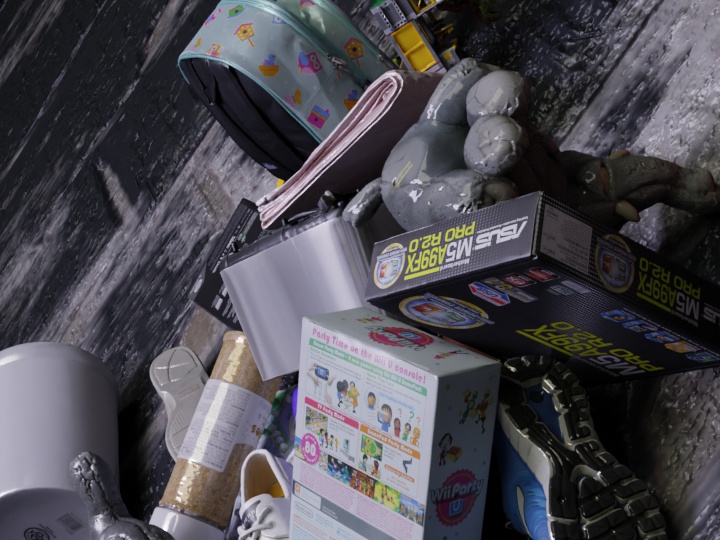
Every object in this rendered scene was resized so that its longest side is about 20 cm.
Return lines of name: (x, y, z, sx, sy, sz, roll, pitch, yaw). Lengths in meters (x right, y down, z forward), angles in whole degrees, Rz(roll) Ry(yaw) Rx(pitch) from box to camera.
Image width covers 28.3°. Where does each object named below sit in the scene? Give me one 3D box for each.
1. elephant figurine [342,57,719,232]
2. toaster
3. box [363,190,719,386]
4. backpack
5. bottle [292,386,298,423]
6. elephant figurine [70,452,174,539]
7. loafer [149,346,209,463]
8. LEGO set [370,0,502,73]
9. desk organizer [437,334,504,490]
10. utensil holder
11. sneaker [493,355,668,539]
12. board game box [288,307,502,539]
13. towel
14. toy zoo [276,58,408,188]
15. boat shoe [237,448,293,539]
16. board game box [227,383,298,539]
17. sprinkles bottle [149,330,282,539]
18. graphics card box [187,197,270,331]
elephant figurine: (0.124, -0.047, 0.996, 0.155, 0.199, 0.142, 26, 90, 52)
toaster: (0.000, 0.000, 1.162, 0.180, 0.199, 0.120, -23, 86, 45)
box: (0.128, 0.020, 0.936, 0.160, 0.199, 0.045, -16, 57, 49)
backpack: (-0.068, -0.181, 1.372, 0.154, 0.199, 0.175, -60, 29, -8)
bottle: (0.013, 0.155, 1.116, 0.083, 0.065, 0.200, -29, 44, -2)
elephant figurine: (-0.172, 0.272, 1.171, 0.142, 0.154, 0.202, -83, -3, -61)
loafer: (-0.159, 0.152, 1.420, 0.071, 0.063, 0.200, -24, 36, -5)
LEGO set: (0.095, -0.235, 1.318, 0.153, 0.116, 0.200, -33, 13, 7)
desk organizer: (0.106, 0.061, 1.069, 0.077, 0.071, 0.201, -4, 61, 53)
utensil holder: (-0.340, 0.207, 1.529, 0.170, 0.169, 0.201, -44, 35, 26)
sneaker: (0.140, 0.156, 0.942, 0.090, 0.078, 0.201, 94, 161, -50)
board game box: (0.018, 0.143, 0.989, 0.147, 0.064, 0.202, 21, 112, 48)
towel: (0.024, -0.107, 1.239, 0.191, 0.199, 0.032, -41, 74, 30)
toy zoo: (-0.025, -0.144, 1.496, 0.199, 0.020, 0.132, -11, 56, 53)
boat shoe: (-0.068, 0.209, 1.121, 0.071, 0.070, 0.200, -39, 25, 16)
board game box: (-0.058, 0.178, 1.261, 0.199, 0.026, 0.201, -25, 45, 45)
sprinkles bottle: (-0.127, 0.157, 1.290, 0.068, 0.068, 0.201, -4, 61, 55)
graphics card box: (-0.096, 0.007, 1.443, 0.126, 0.051, 0.200, -62, 31, -2)
